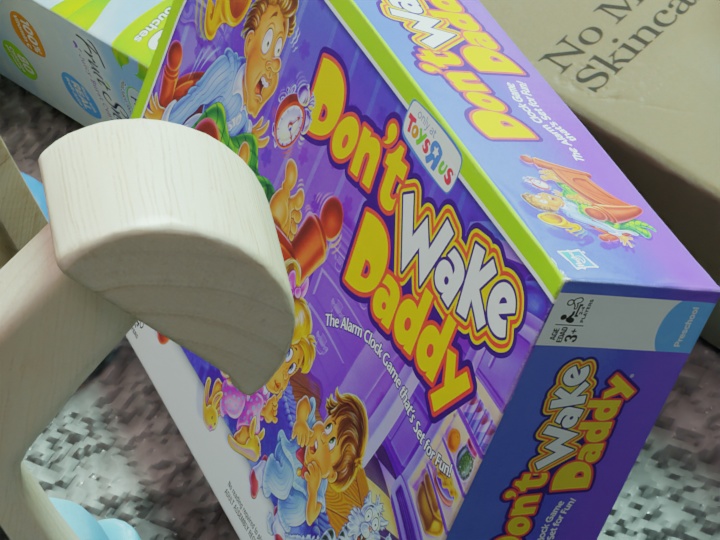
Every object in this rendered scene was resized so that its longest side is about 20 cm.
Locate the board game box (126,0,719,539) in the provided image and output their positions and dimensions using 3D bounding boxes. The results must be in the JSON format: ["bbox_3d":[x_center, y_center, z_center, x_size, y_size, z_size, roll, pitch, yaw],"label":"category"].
[{"bbox_3d":[0.000,0.000,0.687,0.045,0.135,0.200,4,33,-31],"label":"board game box"}]

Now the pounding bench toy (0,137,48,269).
[{"bbox_3d":[-0.196,-0.010,0.785,0.200,0.124,0.156,25,62,38],"label":"pounding bench toy"}]

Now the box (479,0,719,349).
[{"bbox_3d":[0.095,-0.045,0.724,0.095,0.078,0.200,-42,47,-16],"label":"box"}]

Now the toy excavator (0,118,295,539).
[{"bbox_3d":[-0.086,0.076,0.602,0.194,0.200,0.100,-21,45,5],"label":"toy excavator"}]

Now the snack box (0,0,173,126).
[{"bbox_3d":[-0.053,-0.127,0.873,0.169,0.068,0.200,-44,48,-18],"label":"snack box"}]
